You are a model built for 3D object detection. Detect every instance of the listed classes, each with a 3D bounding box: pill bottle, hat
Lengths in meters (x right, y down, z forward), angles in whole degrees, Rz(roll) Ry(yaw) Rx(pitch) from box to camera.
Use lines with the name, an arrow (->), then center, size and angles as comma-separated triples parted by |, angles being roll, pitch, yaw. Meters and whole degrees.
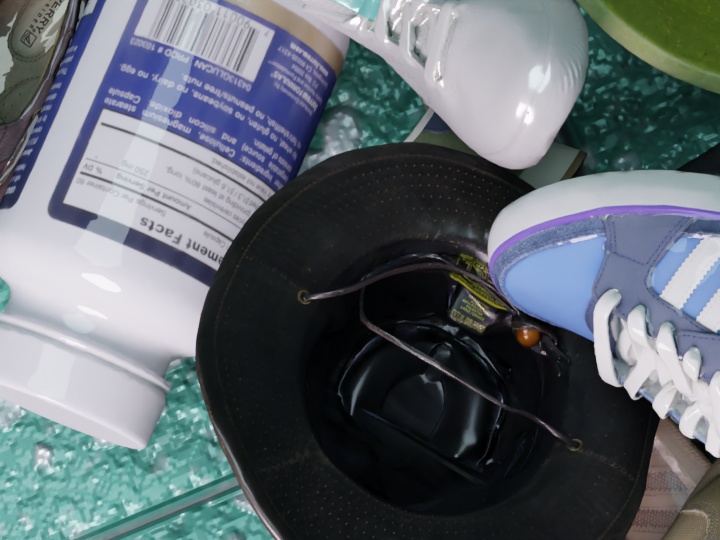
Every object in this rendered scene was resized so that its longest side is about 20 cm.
pill bottle -> -0.090, -0.032, 1.088 | 0.111, 0.111, 0.200 | 20, 80, 15
hat -> 0.018, 0.053, 0.993 | 0.200, 0.081, 0.201 | 10, 57, -16

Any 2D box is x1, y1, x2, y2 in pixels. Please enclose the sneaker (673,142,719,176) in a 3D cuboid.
sneaker -> 0.158, -0.021, 1.038 | 0.200, 0.076, 0.088 | -4, 50, 46

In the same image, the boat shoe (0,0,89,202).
boat shoe -> -0.177, -0.066, 1.137 | 0.073, 0.065, 0.200 | 27, 83, 14

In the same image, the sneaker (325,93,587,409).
sneaker -> 0.000, 0.000, 1.082 | 0.090, 0.067, 0.200 | 40, 79, 6

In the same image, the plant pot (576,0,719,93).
plant pot -> 0.177, -0.199, 0.999 | 0.200, 0.200, 0.190 | 3, 40, 11

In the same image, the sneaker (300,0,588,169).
sneaker -> 0.020, -0.101, 1.026 | 0.088, 0.200, 0.075 | 15, 108, -26

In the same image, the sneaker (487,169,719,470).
sneaker -> 0.130, 0.049, 0.912 | 0.200, 0.081, 0.147 | 7, 57, 14

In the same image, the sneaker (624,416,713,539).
sneaker -> 0.107, 0.093, 1.042 | 0.076, 0.070, 0.200 | -42, 71, 3

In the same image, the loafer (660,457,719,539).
loafer -> 0.112, 0.155, 0.984 | 0.076, 0.067, 0.200 | 30, 117, 18
